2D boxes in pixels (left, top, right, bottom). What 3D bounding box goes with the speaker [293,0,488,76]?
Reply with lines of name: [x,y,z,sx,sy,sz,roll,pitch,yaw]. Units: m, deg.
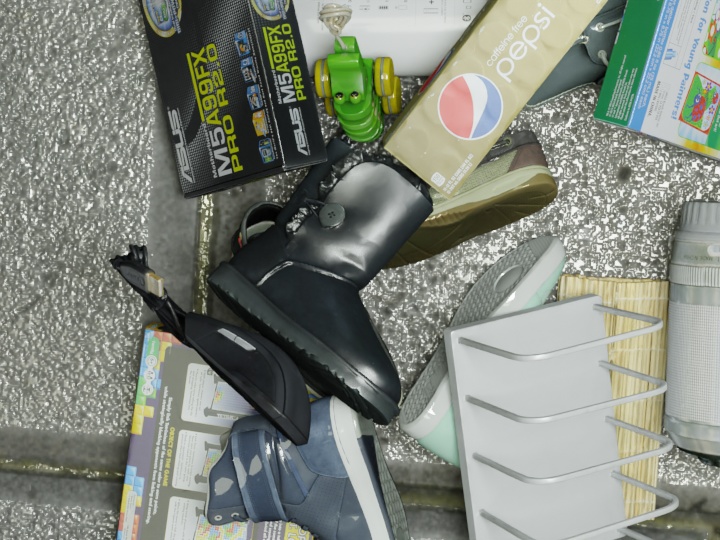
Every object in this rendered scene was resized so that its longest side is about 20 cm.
speaker: [0.021,-0.196,1.463,0.197,0.081,0.082,0,93,5]

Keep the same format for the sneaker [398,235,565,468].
sneaker: [0.128,0.077,1.482,0.118,0.074,0.201,38,82,-21]

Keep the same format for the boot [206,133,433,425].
boot: [0.000,0.000,1.383,0.168,0.077,0.200,-47,57,-10]

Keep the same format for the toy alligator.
toy alligator: [-0.006,-0.141,1.407,0.059,0.200,0.055,-1,74,10]

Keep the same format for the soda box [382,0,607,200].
soda box: [0.102,-0.155,1.390,0.068,0.064,0.201,37,98,-6]

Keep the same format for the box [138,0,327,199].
box: [-0.106,-0.168,1.443,0.044,0.160,0.202,-14,93,-36]

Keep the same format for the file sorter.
file sorter: [0.162,0.137,1.398,0.137,0.124,0.202,-12,102,-22]

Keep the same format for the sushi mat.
sushi mat: [0.201,0.105,1.496,0.094,0.012,0.203,5,94,3]

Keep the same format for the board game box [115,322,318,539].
board game box: [-0.109,0.155,1.506,0.163,0.057,0.202,9,93,2]

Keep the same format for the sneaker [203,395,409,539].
sneaker: [-0.042,0.196,1.442,0.145,0.077,0.204,-14,112,10]

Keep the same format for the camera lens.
camera lens: [0.317,0.049,1.409,0.158,0.160,0.203,2,93,5]

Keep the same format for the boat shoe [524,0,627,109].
boat shoe: [0.203,-0.182,1.439,0.199,0.073,0.062,-32,58,-3]

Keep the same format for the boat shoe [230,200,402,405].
boat shoe: [-0.036,0.032,1.455,0.073,0.063,0.202,-28,68,-23]

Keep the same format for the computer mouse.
computer mouse: [-0.107,0.044,1.371,0.046,0.141,0.200,-45,47,-9]

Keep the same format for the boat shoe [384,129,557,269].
boat shoe: [0.061,-0.057,1.478,0.199,0.072,0.067,-19,62,18]

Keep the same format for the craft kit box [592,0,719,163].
craft kit box: [0.282,-0.186,1.399,0.196,0.048,0.202,14,95,-38]
